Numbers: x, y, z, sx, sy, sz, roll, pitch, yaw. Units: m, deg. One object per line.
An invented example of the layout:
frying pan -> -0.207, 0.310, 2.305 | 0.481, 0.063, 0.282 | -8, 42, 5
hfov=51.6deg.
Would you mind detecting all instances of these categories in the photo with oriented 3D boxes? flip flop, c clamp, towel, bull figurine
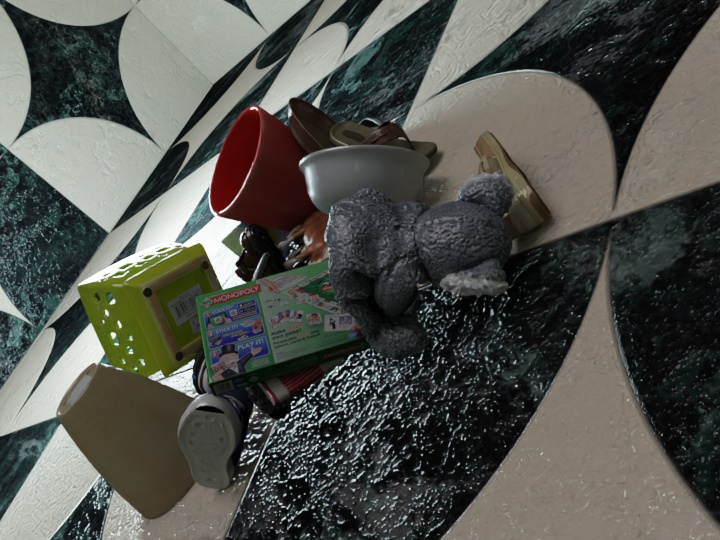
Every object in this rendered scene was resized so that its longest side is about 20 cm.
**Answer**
flip flop -> 0.031, -0.213, 1.197 | 0.197, 0.059, 0.081 | 25, 50, 31
c clamp -> -0.165, 0.070, 1.088 | 0.171, 0.026, 0.205 | -60, -12, -88
towel -> -0.063, 0.069, 0.944 | 0.198, 0.023, 0.144 | -33, 53, -20
bull figurine -> -0.067, -0.036, 1.195 | 0.120, 0.066, 0.200 | -32, 23, 2

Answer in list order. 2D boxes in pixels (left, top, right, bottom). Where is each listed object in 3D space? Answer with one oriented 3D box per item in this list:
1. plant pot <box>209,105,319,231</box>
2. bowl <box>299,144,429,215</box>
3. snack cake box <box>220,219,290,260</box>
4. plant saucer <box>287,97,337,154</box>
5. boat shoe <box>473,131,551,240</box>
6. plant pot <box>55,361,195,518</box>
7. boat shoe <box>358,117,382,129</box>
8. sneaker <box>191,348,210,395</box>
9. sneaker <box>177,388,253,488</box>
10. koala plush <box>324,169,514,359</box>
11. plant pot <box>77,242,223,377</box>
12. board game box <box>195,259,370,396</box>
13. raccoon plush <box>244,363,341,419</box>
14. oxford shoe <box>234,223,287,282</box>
plant pot -> -0.146, -0.162, 1.311 | 0.200, 0.174, 0.205 | -36, 44, 44
bowl -> 0.006, -0.114, 1.100 | 0.199, 0.197, 0.093 | -11, 77, 53
snack cake box -> -0.190, -0.094, 1.436 | 0.067, 0.115, 0.202 | -37, 27, 27
plant saucer -> -0.056, -0.219, 1.296 | 0.037, 0.199, 0.202 | -47, 23, 20
boat shoe -> 0.167, -0.107, 0.910 | 0.064, 0.071, 0.201 | -39, 27, 16
plant pot -> -0.345, 0.233, 1.118 | 0.186, 0.200, 0.189 | -36, 26, 21
boat shoe -> 0.029, -0.214, 1.294 | 0.070, 0.071, 0.202 | -42, 27, 11
sneaker -> -0.218, 0.113, 1.232 | 0.111, 0.073, 0.202 | -10, 45, 55
sneaker -> -0.184, 0.178, 0.982 | 0.203, 0.078, 0.149 | 99, 179, -47
koala plush -> 0.079, -0.020, 0.824 | 0.196, 0.184, 0.181 | -9, 50, 36
plant pot -> -0.343, 0.068, 1.308 | 0.179, 0.203, 0.199 | -8, 19, 45
board game box -> -0.098, 0.064, 0.919 | 0.195, 0.029, 0.136 | -15, 49, -6
raccoon plush -> -0.102, 0.107, 1.030 | 0.133, 0.097, 0.200 | -38, 27, 3
oxford shoe -> -0.167, -0.011, 1.208 | 0.083, 0.201, 0.074 | -24, 69, -3
